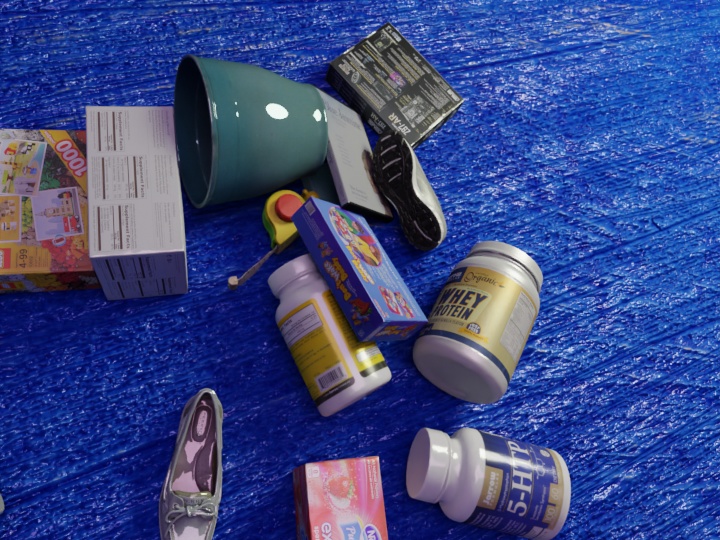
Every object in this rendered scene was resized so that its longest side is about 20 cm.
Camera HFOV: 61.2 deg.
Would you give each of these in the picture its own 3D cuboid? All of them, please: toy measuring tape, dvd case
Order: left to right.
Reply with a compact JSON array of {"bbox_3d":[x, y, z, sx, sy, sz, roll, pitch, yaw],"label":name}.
[{"bbox_3d":[-0.136,-0.059,0.889,0.074,0.074,0.200,44,64,4],"label":"toy measuring tape"},{"bbox_3d":[-0.013,-0.178,0.951,0.142,0.017,0.204,10,59,-58],"label":"dvd case"}]

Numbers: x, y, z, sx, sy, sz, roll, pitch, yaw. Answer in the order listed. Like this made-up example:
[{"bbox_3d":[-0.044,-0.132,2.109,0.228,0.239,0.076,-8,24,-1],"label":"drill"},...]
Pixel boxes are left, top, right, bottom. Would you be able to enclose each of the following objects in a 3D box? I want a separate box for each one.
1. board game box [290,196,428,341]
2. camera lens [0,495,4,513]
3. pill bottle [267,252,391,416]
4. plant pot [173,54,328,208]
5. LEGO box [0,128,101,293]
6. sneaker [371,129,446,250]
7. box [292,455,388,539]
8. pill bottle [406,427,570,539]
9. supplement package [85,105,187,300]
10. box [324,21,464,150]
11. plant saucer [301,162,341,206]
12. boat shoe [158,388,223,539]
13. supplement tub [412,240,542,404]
[{"bbox_3d":[0.000,0.000,0.838,0.134,0.045,0.202,10,45,-59],"label":"board game box"},{"bbox_3d":[-0.493,0.259,0.606,0.199,0.160,0.160,-40,84,-25],"label":"camera lens"},{"bbox_3d":[-0.048,0.084,0.835,0.111,0.113,0.203,-23,77,-23],"label":"pill bottle"},{"bbox_3d":[-0.154,-0.198,0.878,0.184,0.200,0.204,-8,71,-30],"label":"plant pot"},{"bbox_3d":[-0.424,-0.078,0.803,0.145,0.077,0.205,-3,70,-18],"label":"LEGO box"},{"bbox_3d":[0.079,-0.128,0.977,0.079,0.073,0.204,-16,82,-64],"label":"sneaker"},{"bbox_3d":[-0.022,0.342,0.752,0.100,0.095,0.205,0,69,-17],"label":"box"},{"bbox_3d":[0.167,0.281,0.820,0.196,0.120,0.122,16,66,-10],"label":"pill bottle"},{"bbox_3d":[-0.290,-0.085,0.802,0.108,0.156,0.205,-4,70,-16],"label":"supplement package"},{"bbox_3d":[0.061,-0.315,1.059,0.200,0.044,0.160,46,64,4],"label":"box"},{"bbox_3d":[-0.031,-0.081,0.956,0.069,0.019,0.204,-18,77,-21],"label":"plant saucer"},{"bbox_3d":[-0.204,0.251,0.749,0.073,0.065,0.207,10,67,-12],"label":"boat shoe"},{"bbox_3d":[0.176,0.073,0.888,0.143,0.145,0.202,32,64,-2],"label":"supplement tub"}]
